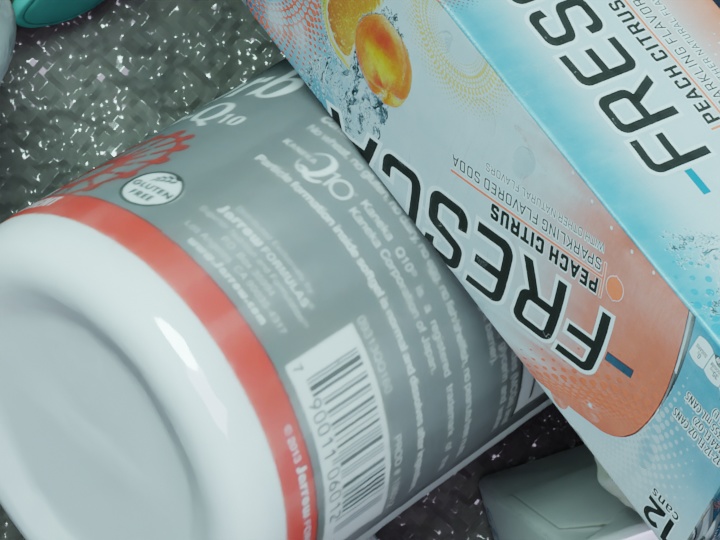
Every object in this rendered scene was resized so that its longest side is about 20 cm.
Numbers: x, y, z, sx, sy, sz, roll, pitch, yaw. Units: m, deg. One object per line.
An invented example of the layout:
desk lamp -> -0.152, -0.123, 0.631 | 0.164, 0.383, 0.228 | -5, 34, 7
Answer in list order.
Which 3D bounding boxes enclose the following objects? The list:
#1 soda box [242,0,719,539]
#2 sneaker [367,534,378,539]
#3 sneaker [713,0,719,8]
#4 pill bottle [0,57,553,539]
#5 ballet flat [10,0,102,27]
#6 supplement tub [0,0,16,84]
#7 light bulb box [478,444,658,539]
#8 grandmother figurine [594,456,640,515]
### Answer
soda box -> 0.050, -0.034, 0.693 | 0.068, 0.064, 0.200 | -22, 61, -31
sneaker -> -0.034, 0.065, 0.823 | 0.070, 0.080, 0.201 | -38, 97, -1
sneaker -> 0.059, -0.117, 0.822 | 0.108, 0.070, 0.201 | -26, 91, -10
pill bottle -> 0.000, 0.000, 0.769 | 0.200, 0.116, 0.116 | -33, 100, -36
ballet flat -> -0.040, -0.132, 0.770 | 0.199, 0.068, 0.063 | -29, 78, 33
supplement tub -> -0.190, -0.095, 0.739 | 0.122, 0.123, 0.200 | -43, 118, -2
light bulb box -> 0.161, 0.131, 0.831 | 0.197, 0.125, 0.201 | -17, 97, -7
grandmother figurine -> 0.132, -0.009, 0.759 | 0.200, 0.061, 0.121 | -41, 70, -20
